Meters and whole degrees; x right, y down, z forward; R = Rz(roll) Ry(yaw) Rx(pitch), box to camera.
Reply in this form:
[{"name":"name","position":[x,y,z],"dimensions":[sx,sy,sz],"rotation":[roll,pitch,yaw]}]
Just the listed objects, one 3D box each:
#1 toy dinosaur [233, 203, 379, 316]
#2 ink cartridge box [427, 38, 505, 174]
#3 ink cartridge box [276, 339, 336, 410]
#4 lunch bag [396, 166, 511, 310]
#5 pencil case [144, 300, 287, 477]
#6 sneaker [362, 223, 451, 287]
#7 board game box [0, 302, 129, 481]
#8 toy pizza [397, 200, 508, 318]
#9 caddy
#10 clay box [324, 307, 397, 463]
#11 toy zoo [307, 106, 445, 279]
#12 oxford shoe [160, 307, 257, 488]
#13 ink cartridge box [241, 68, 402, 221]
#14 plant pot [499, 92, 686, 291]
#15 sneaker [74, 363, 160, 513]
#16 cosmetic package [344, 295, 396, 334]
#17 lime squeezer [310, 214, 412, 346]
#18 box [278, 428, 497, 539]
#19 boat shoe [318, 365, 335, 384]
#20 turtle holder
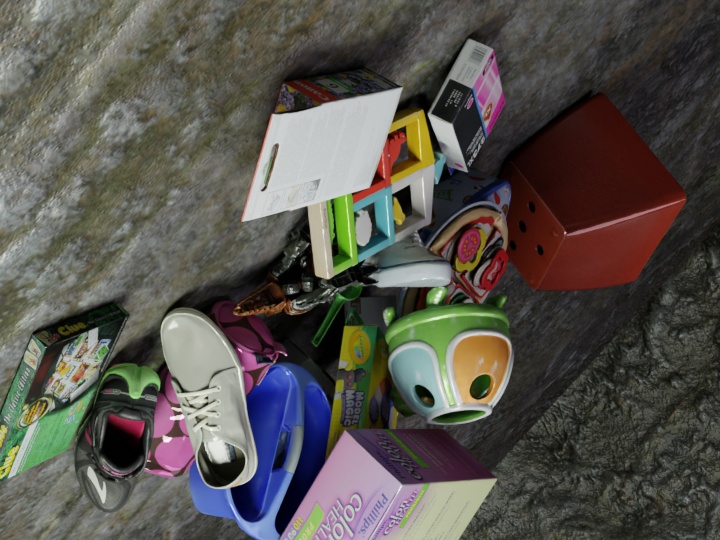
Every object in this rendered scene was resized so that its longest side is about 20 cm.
[{"name":"toy dinosaur","position":[-0.056,0.011,1.515],"dimensions":[0.136,0.102,0.200],"rotation":[-40,-167,44]},{"name":"ink cartridge box","position":[0.120,-0.172,1.555],"dimensions":[0.095,0.037,0.200],"rotation":[-62,166,-8]},{"name":"ink cartridge box","position":[-0.069,0.210,1.730],"dimensions":[0.146,0.200,0.083],"rotation":[-43,-154,-7]},{"name":"lunch bag","position":[0.113,-0.021,1.756],"dimensions":[0.160,0.075,0.201],"rotation":[-36,143,-53]},{"name":"pencil case","position":[-0.169,0.132,1.501],"dimensions":[0.093,0.091,0.200],"rotation":[25,117,-34]},{"name":"sneaker","position":[0.043,-0.018,1.541],"dimensions":[0.072,0.071,0.200],"rotation":[0,-179,-21]},{"name":"board game box","position":[-0.291,0.118,1.325],"dimensions":[0.105,0.023,0.201],"rotation":[-26,153,-50]},{"name":"toy pizza","position":[0.118,0.011,1.681],"dimensions":[0.200,0.032,0.201],"rotation":[-36,142,-33]},{"name":"caddy","position":[-0.103,0.202,1.569],"dimensions":[0.141,0.105,0.201],"rotation":[31,61,-38]},{"name":"clay box","position":[0.008,0.153,1.656],"dimensions":[0.115,0.047,0.201],"rotation":[57,38,-58]},{"name":"toy zoo","position":[0.020,-0.088,1.465],"dimensions":[0.199,0.020,0.132],"rotation":[-30,124,-41]},{"name":"oxford shoe","position":[-0.153,0.134,1.424],"dimensions":[0.075,0.201,0.058],"rotation":[-10,-164,18]},{"name":"ink cartridge box","position":[-0.047,-0.117,1.279],"dimensions":[0.199,0.050,0.110],"rotation":[-20,135,-53]},{"name":"plant pot","position":[0.285,-0.086,1.913],"dimensions":[0.175,0.200,0.201],"rotation":[-21,152,-28]},{"name":"sneaker","position":[-0.251,0.181,1.426],"dimensions":[0.084,0.076,0.201],"rotation":[-90,-167,-49]},{"name":"cosmetic package","position":[0.016,0.117,1.849],"dimensions":[0.073,0.102,0.200],"rotation":[-2,157,-2]},{"name":"lime squeezer","position":[0.000,0.000,1.674],"dimensions":[0.200,0.038,0.071],"rotation":[-50,178,2]},{"name":"box","position":[0.027,0.273,1.562],"dimensions":[0.199,0.097,0.177],"rotation":[7,117,-55]},{"name":"boat shoe","position":[-0.089,0.172,1.820],"dimensions":[0.072,0.068,0.200],"rotation":[-51,159,26]},{"name":"turtle holder","position":[0.086,0.105,1.583],"dimensions":[0.184,0.133,0.141],"rotation":[-17,160,30]}]
